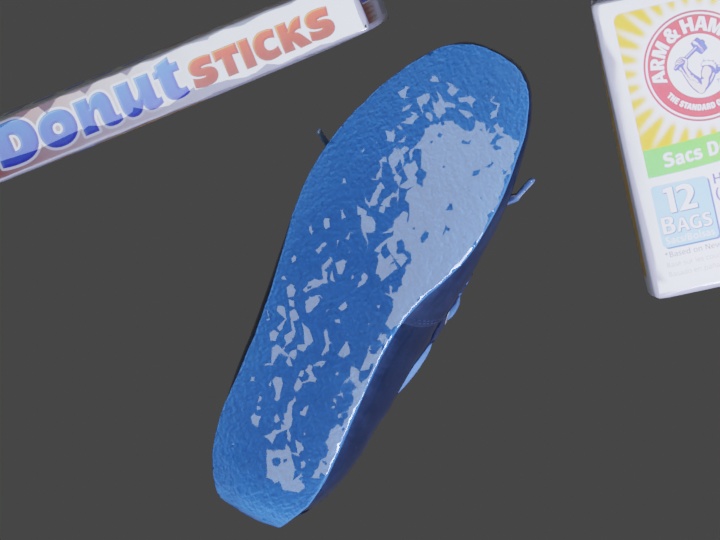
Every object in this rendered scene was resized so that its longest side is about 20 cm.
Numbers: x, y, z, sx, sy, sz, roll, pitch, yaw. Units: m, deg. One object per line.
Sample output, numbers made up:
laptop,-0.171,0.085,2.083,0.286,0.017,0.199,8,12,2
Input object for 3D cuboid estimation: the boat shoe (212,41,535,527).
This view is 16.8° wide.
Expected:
boat shoe,0.000,0.000,0.935,0.084,0.069,0.200,36,100,9

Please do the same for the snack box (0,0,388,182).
snack box,-0.088,-0.067,0.931,0.200,0.072,0.024,-21,97,10

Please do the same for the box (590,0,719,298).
box,0.190,-0.069,0.881,0.200,0.101,0.113,-13,97,9
